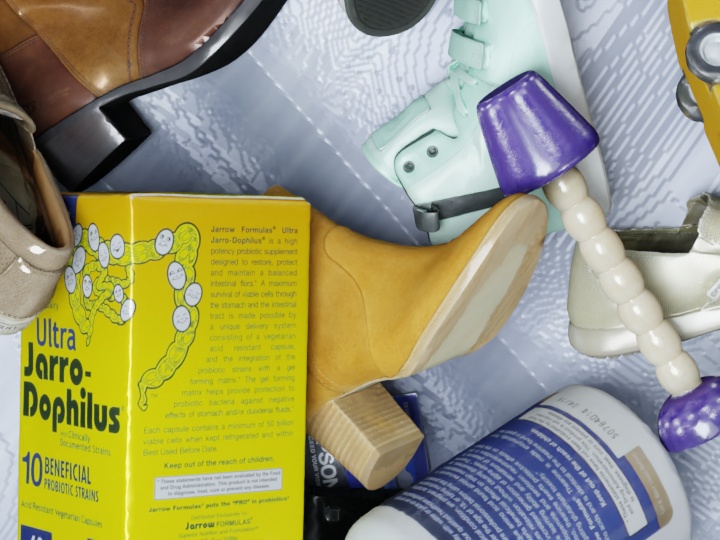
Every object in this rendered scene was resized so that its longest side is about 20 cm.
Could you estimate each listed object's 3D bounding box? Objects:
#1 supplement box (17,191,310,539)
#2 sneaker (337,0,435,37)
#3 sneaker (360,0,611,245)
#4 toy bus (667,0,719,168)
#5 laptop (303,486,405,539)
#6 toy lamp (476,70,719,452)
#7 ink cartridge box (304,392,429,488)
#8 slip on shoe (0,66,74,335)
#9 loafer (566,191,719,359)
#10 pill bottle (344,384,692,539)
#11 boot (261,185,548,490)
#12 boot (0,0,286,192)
[{"bbox_3d":[-0.101,0.061,1.021,0.109,0.108,0.202,0,92,-39],"label":"supplement box"},{"bbox_3d":[0.006,-0.232,1.003,0.083,0.121,0.201,-7,130,-25],"label":"sneaker"},{"bbox_3d":[0.049,-0.106,1.047,0.117,0.074,0.202,-17,101,1],"label":"sneaker"},{"bbox_3d":[0.210,-0.072,1.004,0.078,0.065,0.201,-19,73,-2],"label":"toy bus"},{"bbox_3d":[0.037,0.226,1.109,0.176,0.103,0.202,4,76,-21],"label":"laptop"},{"bbox_3d":[0.122,-0.006,1.010,0.058,0.058,0.201,-29,98,8],"label":"toy lamp"},{"bbox_3d":[-0.059,0.131,1.118,0.198,0.039,0.100,-10,99,5],"label":"ink cartridge box"},{"bbox_3d":[-0.186,-0.066,0.991,0.076,0.201,0.061,14,136,-40],"label":"slip on shoe"},{"bbox_3d":[0.199,-0.009,1.055,0.198,0.076,0.069,-16,104,7],"label":"loafer"},{"bbox_3d":[0.061,0.150,1.018,0.199,0.111,0.112,-30,98,-25],"label":"pill bottle"},{"bbox_3d":[0.000,0.000,1.032,0.144,0.070,0.202,47,127,24],"label":"boot"},{"bbox_3d":[-0.149,-0.174,1.071,0.188,0.068,0.200,-40,88,17],"label":"boot"}]
